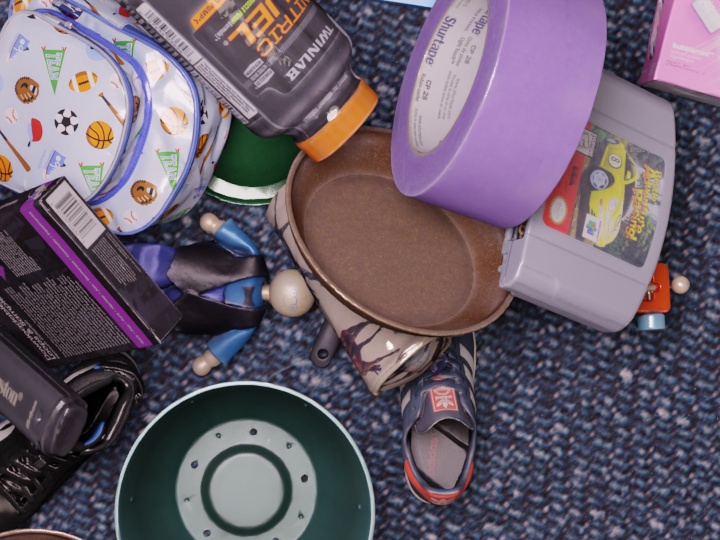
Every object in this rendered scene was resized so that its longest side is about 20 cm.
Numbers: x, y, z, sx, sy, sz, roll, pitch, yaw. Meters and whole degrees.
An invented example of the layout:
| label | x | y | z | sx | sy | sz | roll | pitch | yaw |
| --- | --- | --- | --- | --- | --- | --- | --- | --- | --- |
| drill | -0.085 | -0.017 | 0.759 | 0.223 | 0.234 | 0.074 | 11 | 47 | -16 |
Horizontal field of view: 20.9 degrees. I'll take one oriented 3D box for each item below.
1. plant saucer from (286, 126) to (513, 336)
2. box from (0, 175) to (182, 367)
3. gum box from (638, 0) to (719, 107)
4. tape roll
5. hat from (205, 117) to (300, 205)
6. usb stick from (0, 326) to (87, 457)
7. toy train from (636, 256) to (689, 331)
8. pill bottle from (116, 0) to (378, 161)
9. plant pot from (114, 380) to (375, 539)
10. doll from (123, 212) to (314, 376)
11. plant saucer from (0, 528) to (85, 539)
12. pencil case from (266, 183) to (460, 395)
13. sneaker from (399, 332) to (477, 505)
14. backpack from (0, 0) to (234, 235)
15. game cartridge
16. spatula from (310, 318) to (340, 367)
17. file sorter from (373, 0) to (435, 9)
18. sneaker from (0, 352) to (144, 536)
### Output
| label | x | y | z | sx | sy | sz | roll | pitch | yaw |
| --- | --- | --- | --- | --- | --- | --- | --- | --- | --- |
| plant saucer | 0.028 | -0.024 | 1.521 | 0.199 | 0.037 | 0.201 | 17 | 47 | -19 |
| box | -0.240 | 0.006 | 1.516 | 0.143 | 0.200 | 0.036 | 51 | 56 | -18 |
| gum box | 0.336 | -0.189 | 1.632 | 0.199 | 0.066 | 0.114 | 15 | 90 | -3 |
| tape roll | 0.102 | -0.139 | 1.487 | 0.085 | 0.200 | 0.201 | 17 | 89 | -18 |
| hat | -0.093 | -0.154 | 1.553 | 0.165 | 0.176 | 0.201 | -32 | 91 | -4 |
| usb stick | -0.278 | 0.087 | 1.552 | 0.033 | 0.200 | 0.056 | 22 | 97 | -43 |
| toy train | 0.189 | -0.046 | 1.595 | 0.150 | 0.056 | 0.201 | -4 | 85 | -32 |
| pill bottle | -0.079 | -0.173 | 1.467 | 0.200 | 0.106 | 0.106 | 43 | 88 | -14 |
| plant pot | -0.091 | 0.184 | 1.563 | 0.199 | 0.161 | 0.202 | 0 | 91 | -3 |
| doll | -0.137 | 0.021 | 1.617 | 0.199 | 0.048 | 0.137 | -1 | 99 | -1 |
| plant saucer | -0.270 | 0.311 | 1.615 | 0.199 | 0.037 | 0.202 | 0 | 91 | -4 |
| pencil case | 0.000 | 0.000 | 1.579 | 0.089 | 0.078 | 0.200 | -29 | 70 | -8 |
| sneaker | 0.065 | 0.095 | 1.610 | 0.075 | 0.085 | 0.201 | -7 | 90 | -3 |
| backpack | -0.202 | -0.122 | 1.525 | 0.190 | 0.154 | 0.201 | 24 | 111 | 8 |
| game cartridge | 0.185 | -0.060 | 1.542 | 0.133 | 0.041 | 0.201 | 22 | 73 | -31 |
| spatula | 0.003 | -0.012 | 1.637 | 0.056 | 0.021 | 0.201 | 24 | 89 | -7 |
| file sorter | 0.078 | -0.289 | 1.591 | 0.199 | 0.123 | 0.140 | 8 | 89 | -3 |
| sneaker | -0.257 | 0.145 | 1.576 | 0.073 | 0.112 | 0.200 | 42 | 88 | -10 |
